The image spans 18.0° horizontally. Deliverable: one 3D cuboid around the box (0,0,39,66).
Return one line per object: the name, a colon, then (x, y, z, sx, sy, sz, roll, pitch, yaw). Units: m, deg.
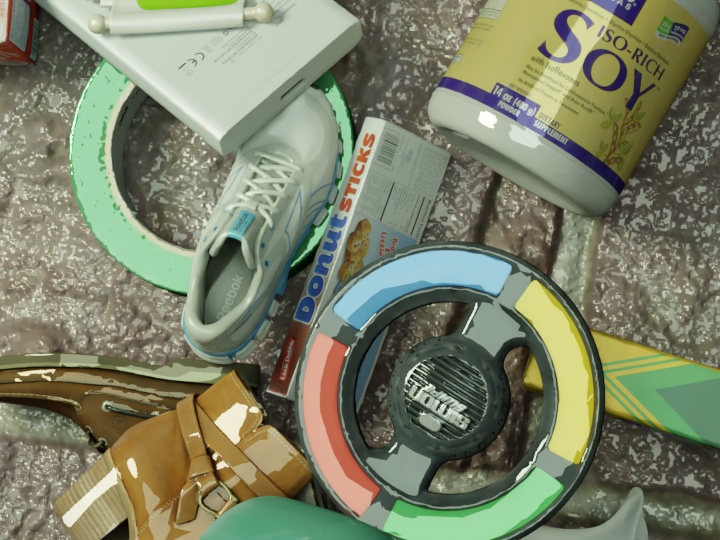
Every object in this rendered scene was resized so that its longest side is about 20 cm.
box: (-0.276, -0.249, 1.583, 0.095, 0.100, 0.201, 2, 86, 4)

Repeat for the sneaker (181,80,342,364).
sneaker: (-0.066, -0.035, 1.511, 0.075, 0.087, 0.201, 18, 85, 7)

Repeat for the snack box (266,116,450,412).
snack box: (0.000, 0.000, 1.560, 0.024, 0.072, 0.201, 17, 86, 45)

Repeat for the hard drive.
hard drive: (-0.114, -0.178, 1.553, 0.132, 0.026, 0.200, -42, 62, -18)

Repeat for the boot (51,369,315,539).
boot: (-0.087, 0.179, 1.477, 0.155, 0.077, 0.200, -36, 75, -2)

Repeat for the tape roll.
tape roll: (-0.102, -0.081, 1.584, 0.200, 0.048, 0.201, 0, 86, 4)

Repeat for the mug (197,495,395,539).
mug: (-0.020, 0.232, 1.409, 0.114, 0.185, 0.152, 12, 74, 41)

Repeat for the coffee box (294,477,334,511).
coffee box: (-0.060, 0.234, 1.539, 0.113, 0.080, 0.201, -14, 84, 4)

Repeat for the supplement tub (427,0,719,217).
supplement tub: (0.151, -0.153, 1.523, 0.145, 0.145, 0.200, 30, 88, 6)

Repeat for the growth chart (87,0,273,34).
growth chart: (-0.132, -0.241, 1.569, 0.144, 0.018, 0.201, -11, 59, -1)

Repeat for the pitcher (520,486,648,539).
pitcher: (0.102, 0.240, 1.493, 0.199, 0.121, 0.172, -11, 54, 4)

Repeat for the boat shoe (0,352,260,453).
boat shoe: (-0.169, 0.094, 1.562, 0.199, 0.072, 0.068, 2, 84, 4)

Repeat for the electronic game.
electronic game: (0.056, 0.081, 1.442, 0.199, 0.042, 0.201, -1, 87, 9)

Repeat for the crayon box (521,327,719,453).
crayon box: (0.179, 0.075, 1.513, 0.199, 0.126, 0.052, 19, 87, 6)
